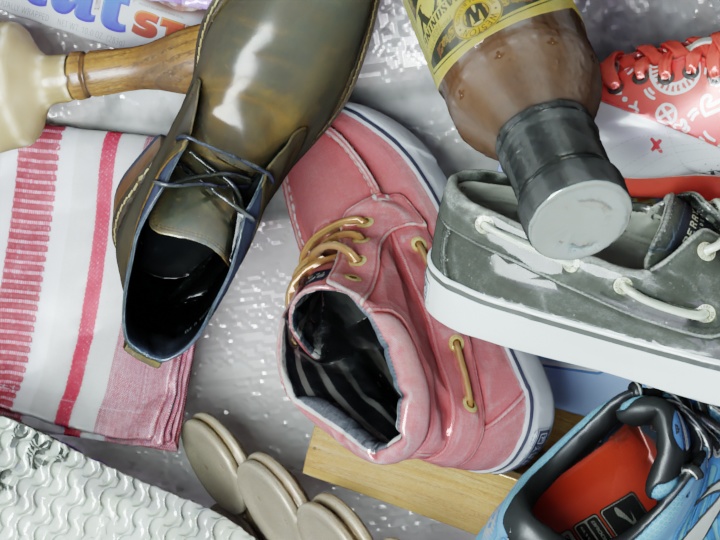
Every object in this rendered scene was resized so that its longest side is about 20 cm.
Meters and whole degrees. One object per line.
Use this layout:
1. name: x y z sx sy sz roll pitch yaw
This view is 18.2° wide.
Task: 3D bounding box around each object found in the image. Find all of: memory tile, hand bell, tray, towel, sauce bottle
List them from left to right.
1. towel: -0.168 0.001 1.048 0.199 0.023 0.145 6 83 14
2. hand bell: -0.116 -0.085 0.990 0.199 0.104 0.105 -5 105 11
3. memory tile: -0.010 0.151 1.001 0.200 0.017 0.154 28 141 50
4. sauce bottle: 0.057 -0.088 0.872 0.064 0.200 0.065 -11 137 -10
5. tray: 0.083 0.090 0.997 0.199 0.099 0.037 20 113 8

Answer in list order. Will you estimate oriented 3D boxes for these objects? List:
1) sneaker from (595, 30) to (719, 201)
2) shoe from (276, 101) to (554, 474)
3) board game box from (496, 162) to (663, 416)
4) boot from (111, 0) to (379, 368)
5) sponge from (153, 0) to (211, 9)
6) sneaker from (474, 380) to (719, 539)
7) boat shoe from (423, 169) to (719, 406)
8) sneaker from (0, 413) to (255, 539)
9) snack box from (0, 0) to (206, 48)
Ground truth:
1. sneaker: 0.147 -0.080 0.903 0.200 0.067 0.108 15 119 4
2. shoe: 0.000 0.000 0.950 0.072 0.091 0.200 -49 56 29
3. board game box: 0.152 0.002 0.987 0.199 0.037 0.152 15 110 11
4. boot: -0.045 -0.049 0.926 0.074 0.097 0.200 21 126 -17
5. sponge: -0.052 -0.212 0.963 0.111 0.030 0.201 12 101 10
6. sneaker: 0.132 0.078 0.904 0.078 0.200 0.090 48 157 23
7. boat shoe: 0.125 0.006 0.881 0.199 0.071 0.064 11 121 3
8. sneaker: -0.117 0.121 1.023 0.200 0.099 0.070 34 80 -14
9. snack box: -0.115 -0.141 1.019 0.199 0.024 0.072 19 112 8
